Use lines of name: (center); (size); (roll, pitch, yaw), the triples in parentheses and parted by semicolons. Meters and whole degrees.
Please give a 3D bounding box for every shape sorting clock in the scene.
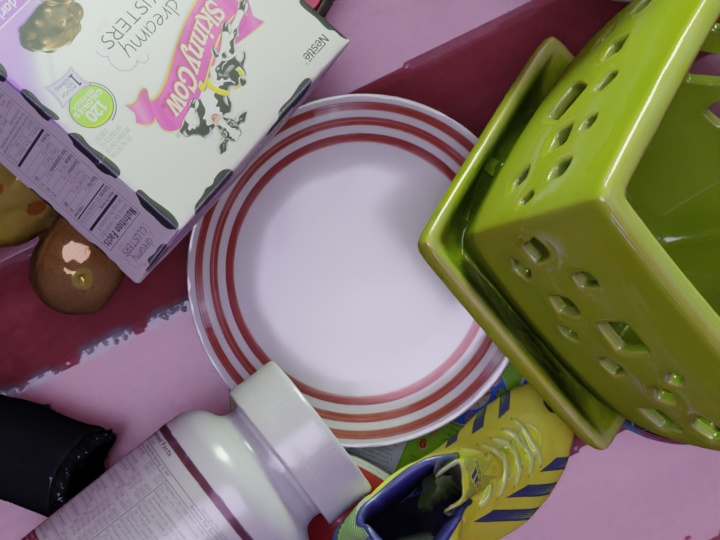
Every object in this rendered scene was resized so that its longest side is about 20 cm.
shape sorting clock: (0.022, 0.064, 1.525); (0.199, 0.039, 0.201); (-1, 97, -6)

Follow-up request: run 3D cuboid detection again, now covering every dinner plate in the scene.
dinner plate: (0.000, 0.000, 1.483); (0.199, 0.024, 0.201); (-1, 96, -8)

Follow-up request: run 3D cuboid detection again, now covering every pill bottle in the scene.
pill bottle: (-0.098, 0.146, 1.423); (0.200, 0.110, 0.110); (-38, 90, -5)

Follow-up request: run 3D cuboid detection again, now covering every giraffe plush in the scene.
giraffe plush: (-0.184, -0.042, 1.474); (0.161, 0.173, 0.201); (21, 108, -11)

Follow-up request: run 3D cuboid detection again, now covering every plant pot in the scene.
plant pot: (0.160, -0.025, 1.417); (0.199, 0.181, 0.200); (48, 53, -23)

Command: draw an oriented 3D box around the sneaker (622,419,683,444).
sneaker: (0.231, 0.069, 1.496); (0.199, 0.096, 0.080); (9, 90, 0)

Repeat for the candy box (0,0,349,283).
candy box: (-0.134, -0.123, 1.387); (0.200, 0.072, 0.168); (41, 55, -2)

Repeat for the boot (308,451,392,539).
boot: (0.026, 0.200, 1.458); (0.072, 0.144, 0.200); (-33, 100, 11)

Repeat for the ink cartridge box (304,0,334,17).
ink cartridge box: (-0.118, -0.177, 1.502); (0.199, 0.084, 0.176); (29, 91, 0)

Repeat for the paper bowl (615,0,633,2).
paper bowl: (0.154, -0.259, 1.452); (0.104, 0.201, 0.201); (36, 91, 33)

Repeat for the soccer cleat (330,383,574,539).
soccer cleat: (0.060, 0.119, 1.440); (0.065, 0.084, 0.200); (45, 53, 13)

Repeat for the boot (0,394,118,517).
boot: (-0.231, 0.093, 1.456); (0.162, 0.198, 0.074); (23, 94, 7)
